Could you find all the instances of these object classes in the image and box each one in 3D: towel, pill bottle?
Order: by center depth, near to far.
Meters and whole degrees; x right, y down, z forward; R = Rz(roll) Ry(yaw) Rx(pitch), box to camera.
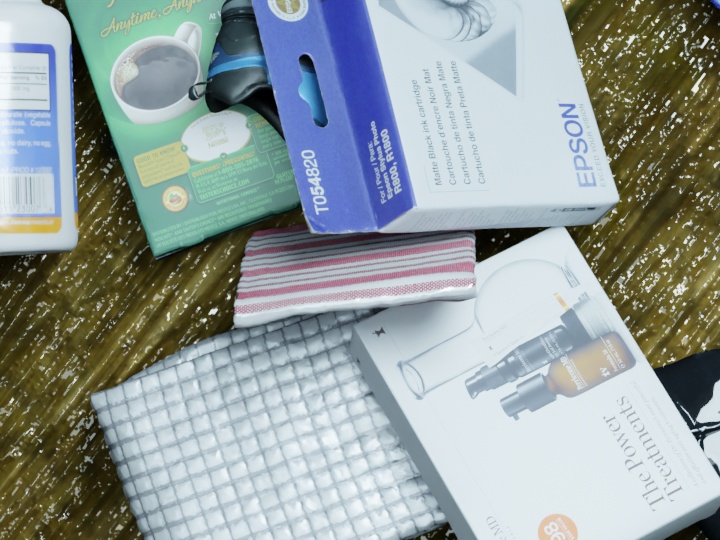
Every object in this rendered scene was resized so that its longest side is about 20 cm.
[{"bbox_3d":[0.000,0.000,1.682,0.146,0.200,0.030,-8,104,4],"label":"towel"},{"bbox_3d":[-0.237,-0.109,1.740,0.112,0.112,0.200,-2,89,4],"label":"pill bottle"},{"bbox_3d":[-0.051,0.116,1.741,0.200,0.086,0.166,-22,81,-2],"label":"towel"}]

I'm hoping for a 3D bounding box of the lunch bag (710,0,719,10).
[{"bbox_3d":[0.248,-0.278,1.701,0.200,0.127,0.170,-40,88,-7],"label":"lunch bag"}]

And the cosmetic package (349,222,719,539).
[{"bbox_3d":[0.106,0.091,1.671,0.151,0.052,0.200,-27,72,-12],"label":"cosmetic package"}]

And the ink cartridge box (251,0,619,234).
[{"bbox_3d":[0.043,-0.119,1.680,0.200,0.041,0.200,-4,66,-27],"label":"ink cartridge box"}]

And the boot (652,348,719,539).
[{"bbox_3d":[0.191,0.151,1.727,0.168,0.076,0.200,-15,82,0],"label":"boot"}]

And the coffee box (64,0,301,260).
[{"bbox_3d":[-0.108,-0.121,1.765,0.123,0.044,0.200,-20,89,2],"label":"coffee box"}]

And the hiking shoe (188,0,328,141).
[{"bbox_3d":[-0.008,-0.099,1.724,0.200,0.074,0.087,24,71,-12],"label":"hiking shoe"}]
